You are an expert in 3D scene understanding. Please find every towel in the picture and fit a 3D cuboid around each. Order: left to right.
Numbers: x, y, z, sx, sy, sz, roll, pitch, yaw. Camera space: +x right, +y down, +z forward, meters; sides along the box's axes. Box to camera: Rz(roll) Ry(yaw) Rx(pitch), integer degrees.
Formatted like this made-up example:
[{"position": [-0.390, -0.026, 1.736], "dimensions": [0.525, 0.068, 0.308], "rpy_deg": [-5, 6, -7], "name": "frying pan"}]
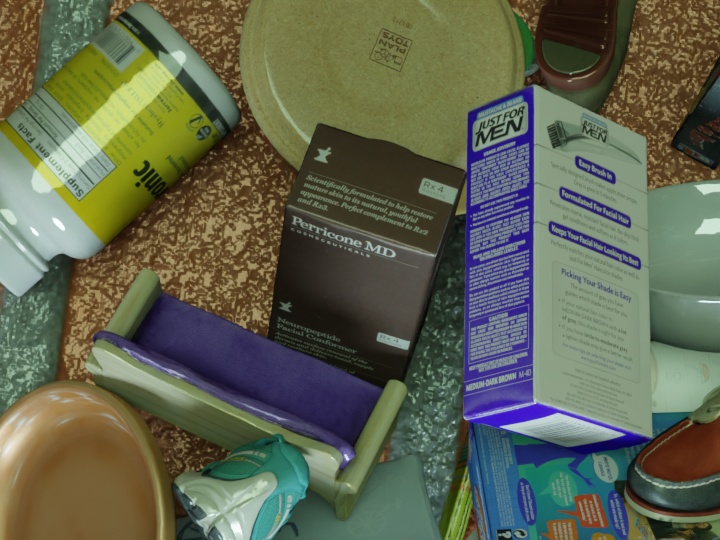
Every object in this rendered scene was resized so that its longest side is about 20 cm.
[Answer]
[{"position": [0.062, 0.174, 1.267], "dimensions": [0.018, 0.086, 0.201], "rpy_deg": [18, 82, 1], "name": "towel"}]

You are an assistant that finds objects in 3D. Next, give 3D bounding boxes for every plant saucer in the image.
[{"position": [-0.189, 0.174, 1.253], "dimensions": [0.199, 0.037, 0.201], "rpy_deg": [-7, 78, 38], "name": "plant saucer"}]

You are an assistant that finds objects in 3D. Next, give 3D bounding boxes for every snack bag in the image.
[{"position": [-0.038, 0.195, 1.230], "dimensions": [0.199, 0.189, 0.021], "rpy_deg": [-16, 117, -1], "name": "snack bag"}]

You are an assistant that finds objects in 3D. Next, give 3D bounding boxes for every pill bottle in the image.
[{"position": [-0.188, -0.079, 1.300], "dimensions": [0.200, 0.111, 0.111], "rpy_deg": [-42, 83, -4], "name": "pill bottle"}]

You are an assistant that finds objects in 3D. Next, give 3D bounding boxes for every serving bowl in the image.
[{"position": [0.245, 0.004, 1.253], "dimensions": [0.199, 0.200, 0.066], "rpy_deg": [-6, 114, 0], "name": "serving bowl"}]

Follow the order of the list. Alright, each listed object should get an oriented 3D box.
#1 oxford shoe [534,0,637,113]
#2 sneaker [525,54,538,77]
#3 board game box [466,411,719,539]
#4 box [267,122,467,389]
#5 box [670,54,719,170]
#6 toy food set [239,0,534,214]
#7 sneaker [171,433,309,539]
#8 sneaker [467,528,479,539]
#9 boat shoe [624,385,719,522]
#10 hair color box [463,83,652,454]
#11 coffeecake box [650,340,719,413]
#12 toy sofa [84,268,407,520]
[{"position": [0.163, -0.196, 1.336], "dimensions": [0.070, 0.075, 0.201], "rpy_deg": [10, 62, 19], "name": "oxford shoe"}, {"position": [0.055, -0.092, 1.318], "dimensions": [0.086, 0.075, 0.200], "rpy_deg": [35, 84, 0], "name": "sneaker"}, {"position": [0.171, 0.151, 1.162], "dimensions": [0.199, 0.045, 0.152], "rpy_deg": [-1, 36, -2], "name": "board game box"}, {"position": [0.000, 0.000, 1.234], "dimensions": [0.100, 0.200, 0.075], "rpy_deg": [18, 57, 5], "name": "box"}, {"position": [0.267, -0.153, 1.255], "dimensions": [0.038, 0.200, 0.137], "rpy_deg": [30, 82, 5], "name": "box"}, {"position": [0.018, -0.140, 1.264], "dimensions": [0.199, 0.049, 0.199], "rpy_deg": [7, 77, -7], "name": "toy food set"}, {"position": [-0.065, 0.142, 1.172], "dimensions": [0.079, 0.200, 0.078], "rpy_deg": [-33, 88, -9], "name": "sneaker"}, {"position": [0.164, 0.204, 1.206], "dimensions": [0.199, 0.076, 0.081], "rpy_deg": [1, 108, 3], "name": "sneaker"}, {"position": [0.242, 0.091, 1.156], "dimensions": [0.199, 0.063, 0.071], "rpy_deg": [-20, 42, -26], "name": "boat shoe"}, {"position": [0.120, 0.001, 1.155], "dimensions": [0.109, 0.065, 0.201], "rpy_deg": [20, 65, -40], "name": "hair color box"}, {"position": [0.205, 0.125, 1.277], "dimensions": [0.199, 0.073, 0.154], "rpy_deg": [-6, 83, 0], "name": "coffeecake box"}, {"position": [-0.075, 0.074, 1.242], "dimensions": [0.199, 0.098, 0.083], "rpy_deg": [23, 62, 12], "name": "toy sofa"}]
